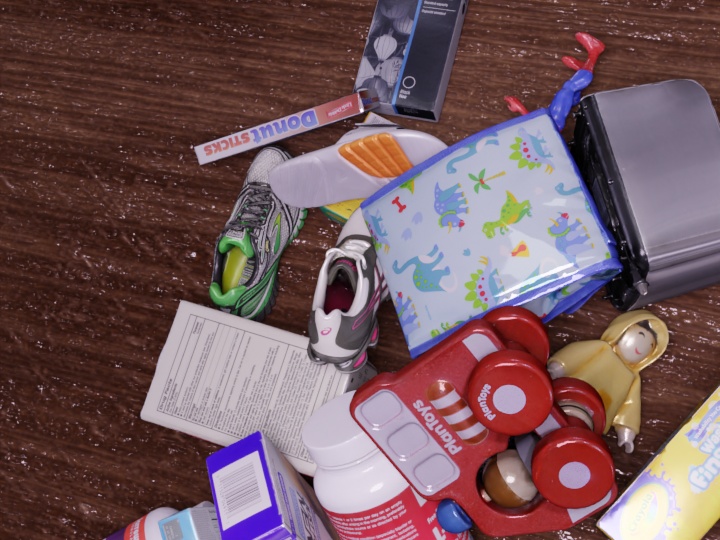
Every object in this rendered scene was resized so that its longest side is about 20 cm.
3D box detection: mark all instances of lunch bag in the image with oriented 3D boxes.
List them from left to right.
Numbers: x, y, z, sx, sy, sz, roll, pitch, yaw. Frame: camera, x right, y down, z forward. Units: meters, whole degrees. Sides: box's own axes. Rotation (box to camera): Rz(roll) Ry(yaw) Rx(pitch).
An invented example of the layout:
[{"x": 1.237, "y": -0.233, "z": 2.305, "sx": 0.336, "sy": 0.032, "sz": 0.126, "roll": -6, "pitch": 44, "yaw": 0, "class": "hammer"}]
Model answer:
[{"x": 0.123, "y": -0.029, "z": 0.912, "sx": 0.200, "sy": 0.127, "sz": 0.171, "roll": -33, "pitch": 66, "yaw": 29, "class": "lunch bag"}]

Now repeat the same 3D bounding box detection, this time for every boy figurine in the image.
[{"x": 0.231, "y": 0.121, "z": 0.955, "sx": 0.124, "sy": 0.064, "sz": 0.200, "roll": 47, "pitch": 72, "yaw": -10, "class": "boy figurine"}]

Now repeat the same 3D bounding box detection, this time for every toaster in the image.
[{"x": 0.277, "y": -0.061, "z": 0.939, "sx": 0.118, "sy": 0.181, "sz": 0.201, "roll": -15, "pitch": 72, "yaw": 4, "class": "toaster"}]

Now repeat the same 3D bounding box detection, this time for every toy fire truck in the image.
[{"x": 0.109, "y": 0.140, "z": 0.825, "sx": 0.168, "sy": 0.112, "sz": 0.200, "roll": -35, "pitch": 102, "yaw": 19, "class": "toy fire truck"}]

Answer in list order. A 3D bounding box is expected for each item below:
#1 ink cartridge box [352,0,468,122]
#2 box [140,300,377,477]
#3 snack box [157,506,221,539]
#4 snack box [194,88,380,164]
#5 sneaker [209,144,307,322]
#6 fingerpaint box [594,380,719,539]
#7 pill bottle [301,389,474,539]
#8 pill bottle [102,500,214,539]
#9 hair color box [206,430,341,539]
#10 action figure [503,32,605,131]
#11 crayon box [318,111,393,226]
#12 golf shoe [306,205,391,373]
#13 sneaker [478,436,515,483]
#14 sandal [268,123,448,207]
[{"x": 0.062, "y": -0.272, "z": 1.120, "sx": 0.099, "sy": 0.039, "sz": 0.201, "roll": 11, "pitch": 78, "yaw": 16, "class": "ink cartridge box"}, {"x": -0.101, "y": 0.125, "z": 1.018, "sx": 0.199, "sy": 0.109, "sz": 0.128, "roll": 16, "pitch": 80, "yaw": 16, "class": "box"}, {"x": -0.112, "y": 0.282, "z": 0.932, "sx": 0.037, "sy": 0.200, "sz": 0.117, "roll": -25, "pitch": 71, "yaw": 12, "class": "snack box"}, {"x": -0.080, "y": -0.158, "z": 1.088, "sx": 0.199, "sy": 0.072, "sz": 0.024, "roll": -15, "pitch": 98, "yaw": 19, "class": "snack box"}, {"x": -0.111, "y": -0.043, "z": 1.076, "sx": 0.078, "sy": 0.085, "sz": 0.201, "roll": 8, "pitch": 77, "yaw": 15, "class": "sneaker"}, {"x": 0.301, "y": 0.178, "z": 0.883, "sx": 0.073, "sy": 0.167, "sz": 0.200, "roll": 41, "pitch": 87, "yaw": 19, "class": "fingerpaint box"}, {"x": 0.026, "y": 0.213, "z": 0.916, "sx": 0.112, "sy": 0.112, "sz": 0.201, "roll": -24, "pitch": 112, "yaw": 6, "class": "pill bottle"}, {"x": -0.224, "y": 0.315, "z": 0.996, "sx": 0.200, "sy": 0.112, "sz": 0.113, "roll": -31, "pitch": 71, "yaw": 4, "class": "pill bottle"}, {"x": -0.061, "y": 0.251, "z": 0.916, "sx": 0.065, "sy": 0.200, "sz": 0.109, "roll": -27, "pitch": 43, "yaw": 4, "class": "hair color box"}, {"x": 0.175, "y": -0.164, "z": 1.020, "sx": 0.099, "sy": 0.065, "sz": 0.201, "roll": 22, "pitch": 64, "yaw": 3, "class": "action figure"}, {"x": 0.068, "y": -0.071, "z": 1.056, "sx": 0.200, "sy": 0.058, "sz": 0.119, "roll": 29, "pitch": 84, "yaw": 18, "class": "crayon box"}, {"x": 0.000, "y": 0.000, "z": 0.957, "sx": 0.077, "sy": 0.088, "sz": 0.201, "roll": 7, "pitch": 53, "yaw": 11, "class": "golf shoe"}, {"x": 0.141, "y": 0.141, "z": 0.985, "sx": 0.099, "sy": 0.070, "sz": 0.201, "roll": 26, "pitch": 89, "yaw": 13, "class": "sneaker"}, {"x": 0.001, "y": -0.116, "z": 1.014, "sx": 0.206, "sy": 0.079, "sz": 0.059, "roll": -6, "pitch": 40, "yaw": 26, "class": "sandal"}]
